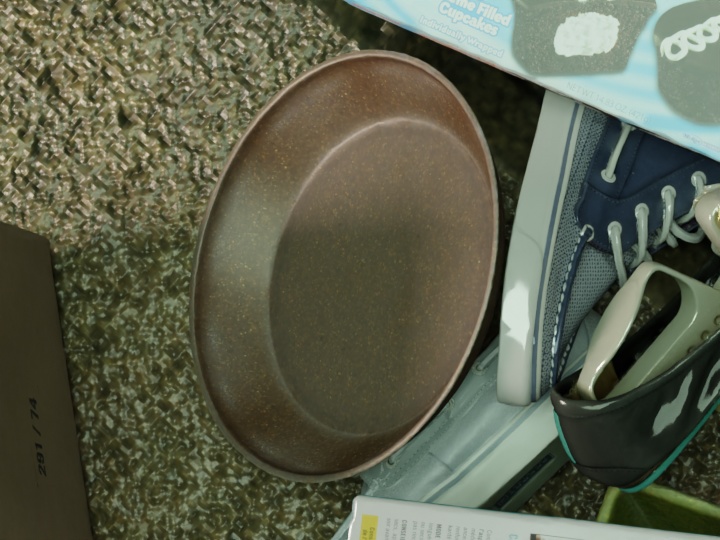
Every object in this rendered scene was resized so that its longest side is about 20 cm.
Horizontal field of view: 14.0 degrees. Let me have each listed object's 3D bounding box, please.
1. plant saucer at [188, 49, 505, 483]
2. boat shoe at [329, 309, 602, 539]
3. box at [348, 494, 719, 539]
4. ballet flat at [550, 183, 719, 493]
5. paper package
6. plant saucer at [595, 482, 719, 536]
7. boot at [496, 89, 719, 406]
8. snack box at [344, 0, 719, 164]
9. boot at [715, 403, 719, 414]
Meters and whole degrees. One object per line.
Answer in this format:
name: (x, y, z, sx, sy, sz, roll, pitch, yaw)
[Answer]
plant saucer: (0.000, 0.000, 1.347, 0.200, 0.037, 0.201, -15, 69, 43)
boat shoe: (0.038, 0.087, 1.361, 0.201, 0.070, 0.072, -41, 70, 0)
box: (0.092, 0.146, 1.240, 0.199, 0.049, 0.083, 5, 85, 21)
ballet flat: (0.159, 0.009, 1.284, 0.200, 0.068, 0.068, -47, 114, -8)
paper package: (-0.198, 0.080, 1.336, 0.103, 0.191, 0.201, -10, 83, 9)
plant saucer: (0.179, 0.218, 1.330, 0.199, 0.048, 0.201, 19, 89, 12)
boot: (0.119, -0.026, 1.323, 0.090, 0.073, 0.201, 10, 65, 8)
snack box: (0.103, -0.135, 1.300, 0.199, 0.037, 0.117, 24, 93, 8)
boot: (0.265, 0.006, 1.326, 0.174, 0.066, 0.201, 24, 91, -1)
